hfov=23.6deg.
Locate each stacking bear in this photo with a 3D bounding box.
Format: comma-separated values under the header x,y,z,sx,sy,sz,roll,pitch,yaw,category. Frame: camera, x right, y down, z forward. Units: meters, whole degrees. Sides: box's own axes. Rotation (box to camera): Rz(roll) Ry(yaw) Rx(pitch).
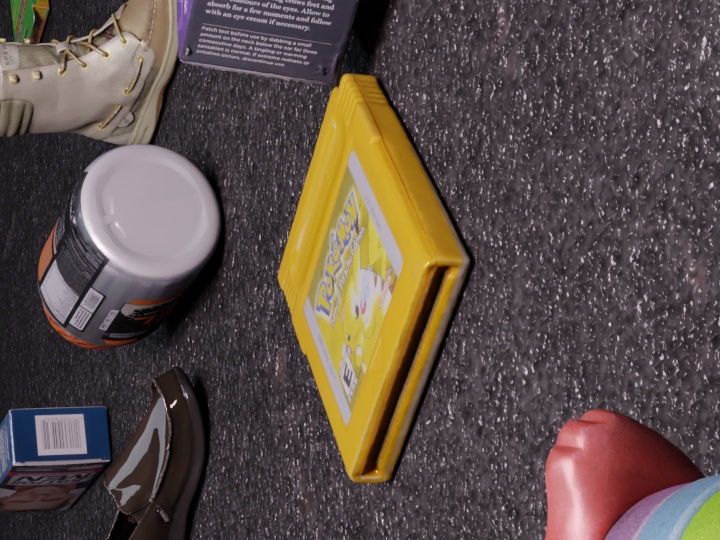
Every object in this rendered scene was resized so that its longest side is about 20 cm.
x,y,z,sx,sy,sz,roll,pitch,yaw,category
0.154,0.119,0.573,0.200,0.114,0.122,-6,59,57,stacking bear

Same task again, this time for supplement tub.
x,y,z,sx,sy,sz,roll,pitch,yaw,category
-0.199,-0.012,1.433,0.200,0.122,0.123,134,133,-60,supplement tub

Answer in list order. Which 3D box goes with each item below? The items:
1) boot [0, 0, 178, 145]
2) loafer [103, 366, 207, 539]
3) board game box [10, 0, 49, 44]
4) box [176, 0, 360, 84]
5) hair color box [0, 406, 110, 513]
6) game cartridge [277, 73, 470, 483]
x,y,z,sx,sy,sz,roll,pitch,yaw,category
-0.245,-0.194,1.517,0.072,0.155,0.200,-111,31,-43,boot
-0.175,0.175,1.427,0.073,0.071,0.200,-132,48,-60,loafer
-0.407,-0.350,2.102,0.096,0.030,0.200,121,146,-49,board game box
-0.046,-0.240,1.062,0.148,0.104,0.200,-98,20,-50,box
-0.328,0.197,1.766,0.200,0.100,0.061,135,131,-60,hair color box
0.000,0.000,1.061,0.200,0.032,0.176,-115,35,-47,game cartridge
